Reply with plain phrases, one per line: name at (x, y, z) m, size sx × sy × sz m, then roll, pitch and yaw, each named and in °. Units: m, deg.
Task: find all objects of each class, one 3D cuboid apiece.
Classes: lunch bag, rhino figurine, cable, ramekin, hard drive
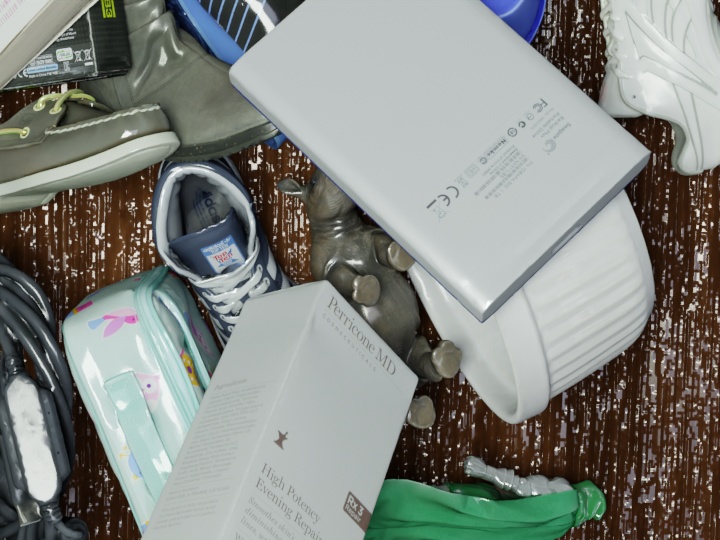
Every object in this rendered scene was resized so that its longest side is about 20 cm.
lunch bag at (-0.112, 0.102, 1.077) m, size 0.077 × 0.160 × 0.201 m, roll -23°, pitch 96°, yaw 0°
rhino figurine at (0.000, 0.000, 1.105) m, size 0.060 × 0.087 × 0.201 m, roll -26°, pitch 103°, yaw -19°
cable at (-0.216, 0.081, 1.077) m, size 0.051 × 0.163 × 0.201 m, roll -15°, pitch 83°, yaw -23°
ramekin at (0.094, -0.018, 1.061) m, size 0.105 × 0.200 × 0.201 m, roll -25°, pitch 97°, yaw -9°
hard drive at (0.042, -0.085, 0.966) m, size 0.132 × 0.025 × 0.200 m, roll -42°, pitch 74°, yaw -12°

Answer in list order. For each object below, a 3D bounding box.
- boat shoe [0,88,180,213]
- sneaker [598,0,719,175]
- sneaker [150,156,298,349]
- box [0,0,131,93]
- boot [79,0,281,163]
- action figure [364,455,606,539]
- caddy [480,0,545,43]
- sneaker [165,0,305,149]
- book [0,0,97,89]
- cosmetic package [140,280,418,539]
boat shoe at (-0.188, -0.076, 1.057) m, size 0.201 × 0.072 × 0.061 m, roll -12°, pitch 87°, yaw 42°
sneaker at (0.183, -0.145, 1.110) m, size 0.099 × 0.078 × 0.200 m, roll -36°, pitch 96°, yaw 5°
sneaker at (-0.072, 0.013, 1.095) m, size 0.070 × 0.109 × 0.201 m, roll -28°, pitch 97°, yaw 1°
box at (-0.242, -0.202, 1.054) m, size 0.199 × 0.047 × 0.195 m, roll -5°, pitch 95°, yaw 26°
boot at (-0.115, -0.135, 1.046) m, size 0.199 × 0.068 × 0.131 m, roll -1°, pitch 111°, yaw 42°
action figure at (0.070, 0.157, 1.132) m, size 0.199 × 0.118 × 0.055 m, roll 0°, pitch 56°, yaw -21°
caddy at (0.044, -0.210, 1.076) m, size 0.140 × 0.105 × 0.201 m, roll -4°, pitch 79°, yaw 1°
sneaker at (-0.081, -0.177, 1.101) m, size 0.078 × 0.070 × 0.201 m, roll -36°, pitch 97°, yaw -13°
book at (-0.245, -0.208, 1.005) m, size 0.133 × 0.048 × 0.201 m, roll -37°, pitch 81°, yaw 28°
cosmetic package at (-0.045, 0.114, 0.994) m, size 0.102 × 0.074 × 0.201 m, roll 47°, pitch 48°, yaw -31°
